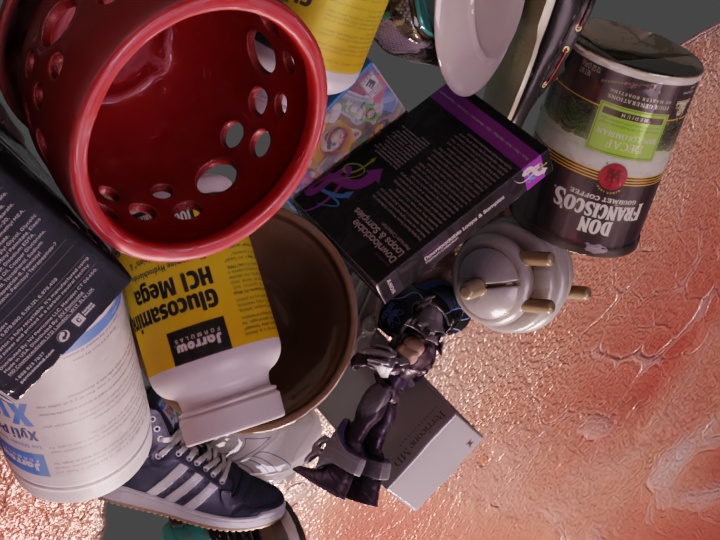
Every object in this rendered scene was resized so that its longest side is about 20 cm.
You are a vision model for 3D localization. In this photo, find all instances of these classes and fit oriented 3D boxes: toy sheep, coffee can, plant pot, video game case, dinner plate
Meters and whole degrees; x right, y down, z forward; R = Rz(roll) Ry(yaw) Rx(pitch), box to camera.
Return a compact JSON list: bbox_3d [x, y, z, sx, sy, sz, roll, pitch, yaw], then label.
[{"bbox_3d":[0.166,0.005,1.242,0.199,0.137,0.139,-6,127,-54],"label":"toy sheep"},{"bbox_3d":[0.249,-0.137,1.194,0.145,0.146,0.202,-9,126,-35],"label":"coffee can"},{"bbox_3d":[-0.103,0.044,1.044,0.200,0.201,0.093,-41,179,-6],"label":"plant pot"},{"bbox_3d":[0.002,-0.092,1.114,0.143,0.018,0.200,-46,140,-2],"label":"video game case"},{"bbox_3d":[-0.148,-0.135,0.825,0.198,0.182,0.203,-22,133,-25],"label":"plant pot"},{"bbox_3d":[0.115,-0.251,1.010,0.200,0.024,0.203,-44,140,-52],"label":"dinner plate"}]

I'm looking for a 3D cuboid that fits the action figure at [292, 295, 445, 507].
[{"bbox_3d":[0.021,0.111,1.056,0.202,0.069,0.130,-62,154,-4],"label":"action figure"}]

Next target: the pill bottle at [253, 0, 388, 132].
[{"bbox_3d":[-0.038,-0.211,0.913,0.111,0.112,0.202,3,119,-41],"label":"pill bottle"}]

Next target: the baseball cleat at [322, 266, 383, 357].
[{"bbox_3d":[0.000,0.000,1.128,0.070,0.106,0.201,39,65,-20],"label":"baseball cleat"}]

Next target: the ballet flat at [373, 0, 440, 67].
[{"bbox_3d":[0.056,-0.213,1.025,0.073,0.072,0.200,-60,160,15],"label":"ballet flat"}]

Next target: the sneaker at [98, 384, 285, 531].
[{"bbox_3d":[-0.160,0.173,1.091,0.197,0.070,0.110,12,107,-5],"label":"sneaker"}]

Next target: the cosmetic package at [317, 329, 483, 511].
[{"bbox_3d":[0.019,0.132,1.167,0.102,0.200,0.071,-46,140,-1],"label":"cosmetic package"}]

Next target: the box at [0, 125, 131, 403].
[{"bbox_3d":[-0.286,-0.049,0.762,0.124,0.200,0.197,-46,140,-2],"label":"box"}]

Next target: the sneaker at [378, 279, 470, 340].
[{"bbox_3d":[0.071,0.052,1.233,0.199,0.078,0.071,12,117,-52],"label":"sneaker"}]

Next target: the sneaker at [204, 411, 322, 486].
[{"bbox_3d":[-0.123,0.176,1.183,0.198,0.074,0.088,-15,126,-33],"label":"sneaker"}]

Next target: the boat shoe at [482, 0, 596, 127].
[{"bbox_3d":[0.169,-0.200,1.117,0.062,0.074,0.203,8,121,-22],"label":"boat shoe"}]

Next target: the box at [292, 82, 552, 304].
[{"bbox_3d":[0.054,-0.076,1.050,0.199,0.143,0.036,-36,140,-11],"label":"box"}]

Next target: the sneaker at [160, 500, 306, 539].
[{"bbox_3d":[-0.137,0.270,1.164,0.119,0.199,0.085,-19,100,-25],"label":"sneaker"}]

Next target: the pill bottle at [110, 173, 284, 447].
[{"bbox_3d":[-0.129,0.033,0.941,0.111,0.203,0.112,-18,175,-2],"label":"pill bottle"}]

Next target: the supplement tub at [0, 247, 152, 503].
[{"bbox_3d":[-0.247,0.078,0.949,0.131,0.132,0.202,-24,134,-23],"label":"supplement tub"}]
